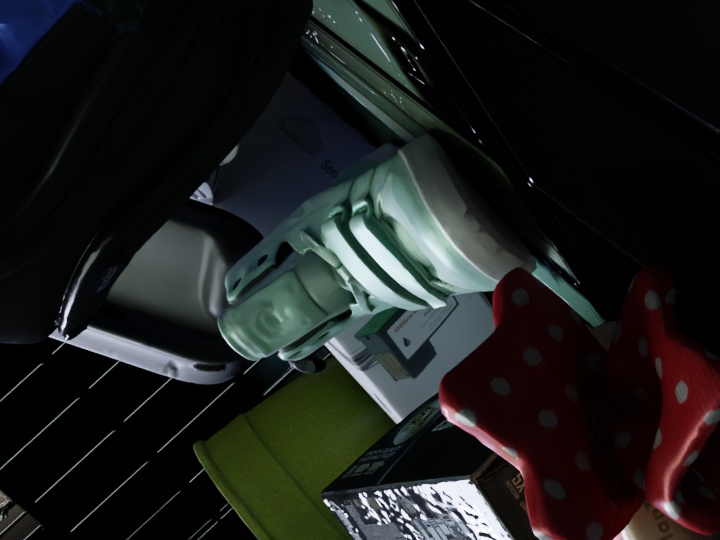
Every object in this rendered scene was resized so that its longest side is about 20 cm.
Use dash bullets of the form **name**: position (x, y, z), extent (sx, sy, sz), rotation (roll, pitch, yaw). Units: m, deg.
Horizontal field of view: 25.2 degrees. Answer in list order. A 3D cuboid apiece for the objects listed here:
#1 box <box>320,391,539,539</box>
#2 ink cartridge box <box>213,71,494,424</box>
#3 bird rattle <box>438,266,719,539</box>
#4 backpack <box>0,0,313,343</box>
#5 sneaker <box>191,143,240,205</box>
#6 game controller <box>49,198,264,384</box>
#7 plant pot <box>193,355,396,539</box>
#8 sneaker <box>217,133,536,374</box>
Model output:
- **box**: position (0.096, 0.144, 0.678), extent (0.201, 0.086, 0.164), rotation (55, 157, -4)
- **ink cartridge box**: position (0.000, 0.000, 0.904), extent (0.200, 0.084, 0.146), rotation (51, 175, -40)
- **bird rattle**: position (0.096, 0.080, 0.519), extent (0.200, 0.112, 0.163), rotation (52, -167, -10)
- **backpack**: position (-0.133, -0.088, 0.594), extent (0.168, 0.200, 0.162), rotation (52, -160, 13)
- **sneaker**: position (-0.106, -0.103, 0.817), extent (0.079, 0.131, 0.199), rotation (6, 165, -12)
- **game controller**: position (-0.142, -0.009, 0.793), extent (0.199, 0.105, 0.042), rotation (18, -149, 2)
- **plant pot**: position (0.027, 0.126, 1.061), extent (0.201, 0.193, 0.200), rotation (48, 177, 4)
- **sneaker**: position (0.000, 0.005, 0.679), extent (0.074, 0.118, 0.200), rotation (50, 175, -9)
